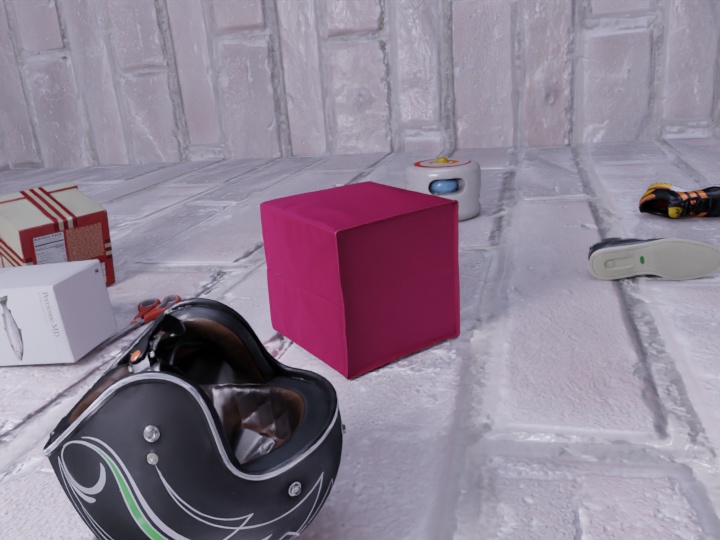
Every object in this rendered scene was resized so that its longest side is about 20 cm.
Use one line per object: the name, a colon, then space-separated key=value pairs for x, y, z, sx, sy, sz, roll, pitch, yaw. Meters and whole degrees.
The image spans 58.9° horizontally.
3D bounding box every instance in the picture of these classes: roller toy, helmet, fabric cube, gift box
roller toy: x=0.199 y=-0.201 z=1.527 sx=0.182 sy=0.141 sz=0.199 roll=13 pitch=25 yaw=43
helmet: x=-0.117 y=0.137 z=0.498 sx=0.200 sy=0.191 sz=0.200 roll=-42 pitch=14 yaw=13
fabric cube: x=0.000 y=0.000 z=0.874 sx=0.195 sy=0.201 sz=0.199 roll=-16 pitch=23 yaw=-32
gift box: x=-0.589 y=-0.042 z=1.198 sx=0.186 sy=0.201 sz=0.184 roll=30 pitch=33 yaw=36

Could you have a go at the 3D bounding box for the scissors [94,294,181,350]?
scissors: x=-0.348 y=0.079 z=1.017 sx=0.073 sy=0.014 sz=0.200 roll=-3 pitch=18 yaw=6

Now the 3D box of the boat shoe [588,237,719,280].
boat shoe: x=0.473 y=-0.026 z=1.030 sx=0.199 sy=0.072 sz=0.068 roll=-1 pitch=22 yaw=18

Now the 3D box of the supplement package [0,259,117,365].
supplement package: x=-0.481 y=0.062 z=0.927 sx=0.199 sy=0.118 sz=0.117 roll=-5 pitch=17 yaw=13

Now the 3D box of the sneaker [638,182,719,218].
sneaker: x=0.685 y=-0.133 z=1.331 sx=0.199 sy=0.070 sz=0.090 roll=12 pitch=39 yaw=43
